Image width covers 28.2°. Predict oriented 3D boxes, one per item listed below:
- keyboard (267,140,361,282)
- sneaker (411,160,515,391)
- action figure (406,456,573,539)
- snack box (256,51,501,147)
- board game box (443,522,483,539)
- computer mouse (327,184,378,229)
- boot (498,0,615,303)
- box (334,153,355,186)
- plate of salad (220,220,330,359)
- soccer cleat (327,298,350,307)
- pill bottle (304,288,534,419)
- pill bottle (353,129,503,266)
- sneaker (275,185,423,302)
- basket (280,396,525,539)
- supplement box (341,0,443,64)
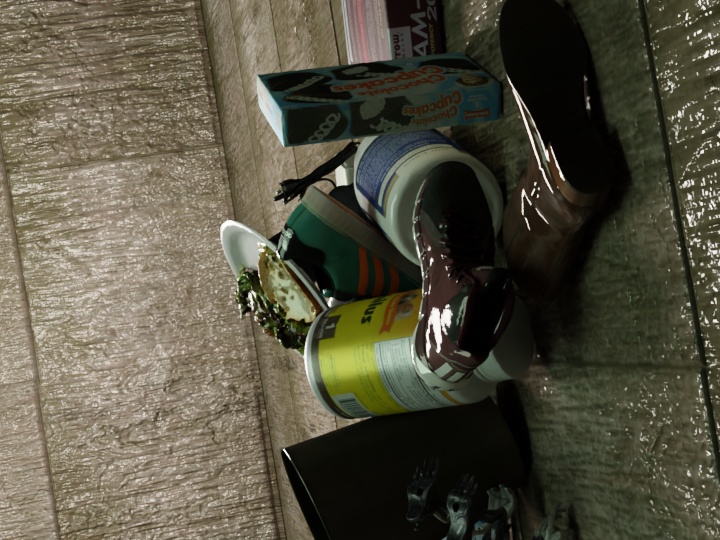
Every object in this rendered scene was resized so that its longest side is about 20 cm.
[{"bbox_3d":[-0.021,-0.071,1.500,0.021,0.200,0.127,35,154,50],"label":"keyboard"},{"bbox_3d":[0.095,-0.008,1.176,0.115,0.075,0.201,142,132,-64],"label":"sneaker"},{"bbox_3d":[0.133,0.242,1.278,0.119,0.102,0.200,6,149,51],"label":"action figure"},{"bbox_3d":[0.015,-0.157,1.296,0.116,0.199,0.037,-123,27,-62],"label":"snack box"},{"bbox_3d":[0.061,0.285,1.499,0.037,0.199,0.152,-25,-68,-57],"label":"board game box"},{"bbox_3d":[0.030,-0.021,1.516,0.200,0.059,0.034,42,175,-36],"label":"computer mouse"},{"bbox_3d":[0.136,-0.090,1.123,0.200,0.064,0.187,95,165,-66],"label":"boot"},{"bbox_3d":[0.028,-0.033,1.604,0.078,0.094,0.201,-124,29,-71],"label":"box"},{"bbox_3d":[-0.084,0.036,1.458,0.200,0.048,0.200,42,159,20],"label":"plate of salad"},{"bbox_3d":[-0.005,0.058,1.508,0.200,0.070,0.087,97,-164,-48],"label":"soccer cleat"},{"bbox_3d":[0.054,0.072,1.307,0.199,0.109,0.110,-12,86,36],"label":"pill bottle"},{"bbox_3d":[0.056,-0.080,1.380,0.200,0.110,0.112,-128,31,-67],"label":"pill bottle"},{"bbox_3d":[0.000,0.000,1.385,0.200,0.080,0.071,36,-174,-32],"label":"sneaker"},{"bbox_3d":[0.045,0.198,1.372,0.136,0.199,0.181,51,163,49],"label":"basket"},{"bbox_3d":[0.030,-0.260,1.497,0.200,0.061,0.109,-131,33,-71],"label":"supplement box"}]
